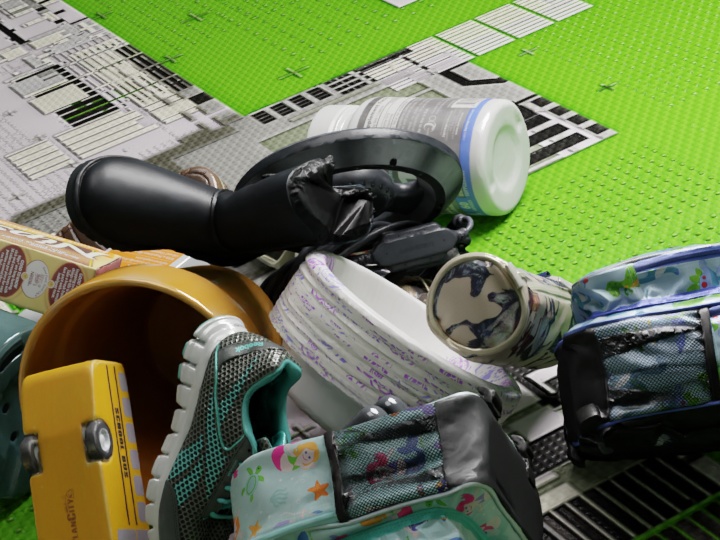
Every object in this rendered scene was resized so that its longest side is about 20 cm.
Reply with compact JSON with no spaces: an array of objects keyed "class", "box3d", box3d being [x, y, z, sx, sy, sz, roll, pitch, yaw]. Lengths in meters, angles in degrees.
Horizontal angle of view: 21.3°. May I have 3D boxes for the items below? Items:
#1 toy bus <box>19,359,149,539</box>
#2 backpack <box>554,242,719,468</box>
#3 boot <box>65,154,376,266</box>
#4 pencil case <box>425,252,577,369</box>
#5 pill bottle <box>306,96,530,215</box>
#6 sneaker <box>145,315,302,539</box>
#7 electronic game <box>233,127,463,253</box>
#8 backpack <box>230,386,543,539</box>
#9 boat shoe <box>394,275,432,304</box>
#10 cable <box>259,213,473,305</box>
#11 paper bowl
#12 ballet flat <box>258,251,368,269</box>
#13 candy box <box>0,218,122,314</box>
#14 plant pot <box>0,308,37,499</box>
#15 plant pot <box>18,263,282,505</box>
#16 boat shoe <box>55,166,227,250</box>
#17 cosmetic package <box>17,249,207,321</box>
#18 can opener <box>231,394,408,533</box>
[{"class":"toy bus","box3d":[-0.202,0.171,1.425,0.065,0.200,0.078,-14,-11,17]},{"class":"backpack","box3d":[0.245,0.058,1.398,0.200,0.147,0.183,-7,-10,2]},{"class":"boot","box3d":[-0.106,-0.056,1.503,0.168,0.077,0.200,-13,-22,43]},{"class":"pencil case","box3d":[0.118,0.032,1.480,0.089,0.078,0.200,-44,-19,12]},{"class":"pill bottle","box3d":[0.054,-0.113,1.872,0.200,0.114,0.114,3,33,29]},{"class":"sneaker","box3d":[-0.095,0.137,1.392,0.091,0.200,0.078,14,7,39]},{"class":"electronic game","box3d":[-0.011,-0.067,1.641,0.200,0.200,0.042,-12,65,4]},{"class":"backpack","box3d":[0.014,0.180,1.295,0.200,0.178,0.151,-12,56,17]},{"class":"boat shoe","box3d":[0.053,0.046,1.628,0.200,0.073,0.074,-25,30,-20]},{"class":"cable","box3d":[0.000,0.000,1.679,0.200,0.051,0.163,-16,-11,-15]},{"class":"paper bowl","box3d":[0.017,0.079,1.488,0.104,0.200,0.201,-55,30,8]},{"class":"ballet flat","box3d":[-0.056,-0.028,1.836,0.200,0.076,0.064,9,67,43]},{"class":"candy box","box3d":[-0.315,-0.012,1.647,0.200,0.055,0.115,18,7,2]},{"class":"plant pot","box3d":[-0.357,0.098,1.614,0.196,0.201,0.200,11,37,26]},{"class":"plant pot","box3d":[-0.149,0.079,1.561,0.200,0.201,0.183,-5,13,17]},{"class":"boat shoe","box3d":[-0.217,-0.031,1.911,0.202,0.075,0.075,-22,69,12]},{"class":"cosmetic package","box3d":[-0.233,0.048,1.758,0.101,0.071,0.200,11,37,37]},{"class":"can opener","box3d":[-0.042,0.153,1.405,0.200,0.067,0.053,-41,-7,33]}]
